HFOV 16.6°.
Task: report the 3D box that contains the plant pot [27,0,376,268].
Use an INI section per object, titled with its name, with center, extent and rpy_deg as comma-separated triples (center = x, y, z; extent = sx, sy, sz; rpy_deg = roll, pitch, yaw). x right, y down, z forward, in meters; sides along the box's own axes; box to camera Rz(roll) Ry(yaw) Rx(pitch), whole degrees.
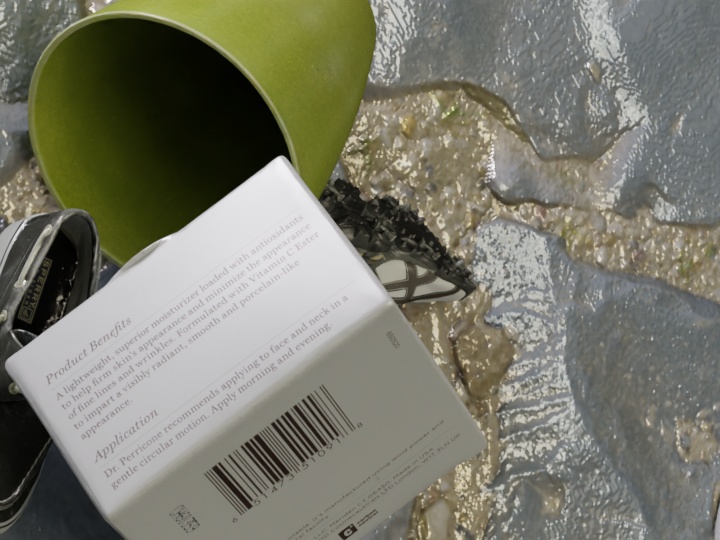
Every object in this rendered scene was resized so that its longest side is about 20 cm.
[plant pot]
center = -0.075, -0.116, 1.533
extent = 0.188, 0.187, 0.200
rpy_deg = 59, 39, -14

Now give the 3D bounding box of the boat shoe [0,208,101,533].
[boat shoe]
center = -0.199, 0.057, 1.456
extent = 0.070, 0.064, 0.201
rpy_deg = 22, 69, -34

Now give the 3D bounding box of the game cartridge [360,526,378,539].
[game cartridge]
center = -0.072, 0.201, 1.551
extent = 0.133, 0.041, 0.201
rpy_deg = 42, 59, -30

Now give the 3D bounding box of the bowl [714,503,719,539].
[bowl]
center = 0.366, 0.217, 1.865
extent = 0.200, 0.090, 0.202
rpy_deg = 8, 77, -37

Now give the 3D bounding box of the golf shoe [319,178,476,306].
[golf shoe]
center = 0.000, 0.000, 1.631
extent = 0.078, 0.095, 0.200
rpy_deg = 50, 17, 31

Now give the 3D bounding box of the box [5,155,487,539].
[box]
center = -0.061, 0.077, 1.420
extent = 0.199, 0.131, 0.200
rpy_deg = -37, 147, -1
